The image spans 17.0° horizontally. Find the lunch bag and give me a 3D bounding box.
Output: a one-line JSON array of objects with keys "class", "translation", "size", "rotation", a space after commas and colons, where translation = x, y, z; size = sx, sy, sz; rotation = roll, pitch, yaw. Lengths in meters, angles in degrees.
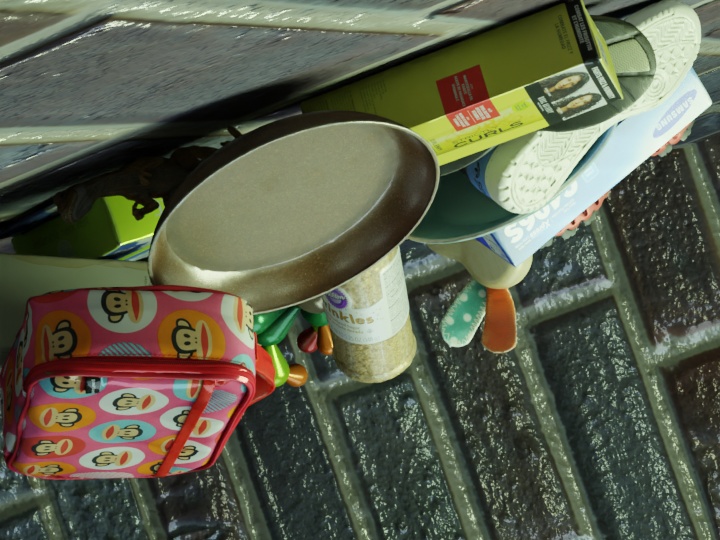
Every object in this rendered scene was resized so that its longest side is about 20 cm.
[{"class": "lunch bag", "translation": [-0.144, 0.075, 1.595], "size": [0.176, 0.082, 0.200], "rotation": [1, 156, -15]}]

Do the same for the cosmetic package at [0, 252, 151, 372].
[{"class": "cosmetic package", "translation": [-0.222, 0.037, 1.683], "size": [0.199, 0.073, 0.104], "rotation": [5, 160, -17]}]

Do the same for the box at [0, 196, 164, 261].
[{"class": "box", "translation": [-0.156, -0.038, 1.739], "size": [0.200, 0.048, 0.122], "rotation": [-18, 177, -43]}]

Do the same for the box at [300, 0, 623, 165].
[{"class": "box", "translation": [0.067, -0.112, 1.586], "size": [0.199, 0.050, 0.075], "rotation": [-19, 157, 11]}]

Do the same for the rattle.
[{"class": "rattle", "translation": [0.116, -0.039, 1.970], "size": [0.130, 0.201, 0.143], "rotation": [-20, 177, 20]}]

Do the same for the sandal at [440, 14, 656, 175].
[{"class": "sandal", "translation": [0.105, -0.128, 1.658], "size": [0.200, 0.080, 0.057], "rotation": [-18, -155, 21]}]

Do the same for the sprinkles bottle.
[{"class": "sprinkles bottle", "translation": [0.000, 0.000, 1.820], "size": [0.068, 0.068, 0.200], "rotation": [-19, 139, -7]}]

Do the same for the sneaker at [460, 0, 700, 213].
[{"class": "sneaker", "translation": [0.147, -0.134, 1.747], "size": [0.200, 0.077, 0.111], "rotation": [-45, -142, -4]}]

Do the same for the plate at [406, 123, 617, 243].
[{"class": "plate", "translation": [0.113, -0.082, 1.815], "size": [0.200, 0.026, 0.200], "rotation": [-27, -151, 16]}]

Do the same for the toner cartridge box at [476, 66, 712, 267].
[{"class": "toner cartridge box", "translation": [0.164, -0.093, 1.846], "size": [0.200, 0.043, 0.095], "rotation": [-39, -150, -6]}]

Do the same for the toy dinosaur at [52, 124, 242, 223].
[{"class": "toy dinosaur", "translation": [-0.114, -0.062, 1.613], "size": [0.106, 0.061, 0.200], "rotation": [-4, 178, 45]}]

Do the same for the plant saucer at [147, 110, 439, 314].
[{"class": "plant saucer", "translation": [-0.046, -0.041, 1.547], "size": [0.200, 0.032, 0.200], "rotation": [-19, 151, -11]}]

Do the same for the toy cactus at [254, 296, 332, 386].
[{"class": "toy cactus", "translation": [-0.060, 0.024, 1.930], "size": [0.165, 0.102, 0.200], "rotation": [-38, 151, 30]}]

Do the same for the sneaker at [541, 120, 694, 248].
[{"class": "sneaker", "translation": [0.187, -0.105, 2.014], "size": [0.200, 0.098, 0.071], "rotation": [-41, -139, -9]}]

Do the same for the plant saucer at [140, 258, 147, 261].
[{"class": "plant saucer", "translation": [-0.129, -0.011, 1.882], "size": [0.200, 0.036, 0.200], "rotation": [-19, -162, 6]}]
